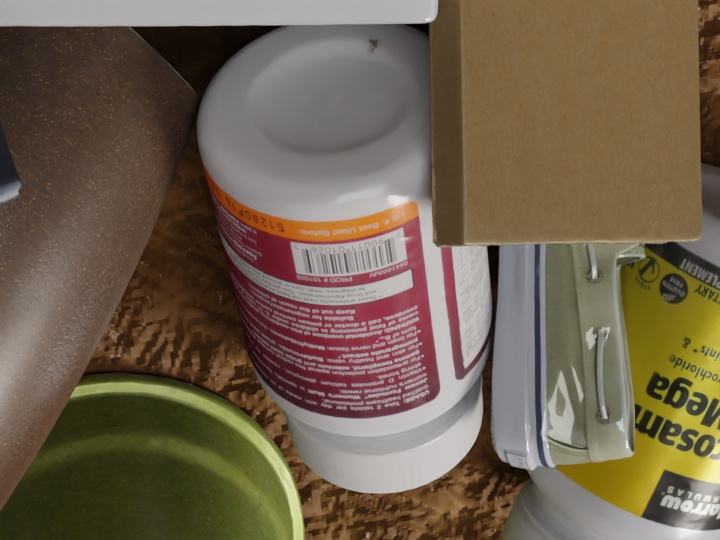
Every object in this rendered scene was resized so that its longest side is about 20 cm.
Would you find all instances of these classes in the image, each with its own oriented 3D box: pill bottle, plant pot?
[{"bbox_3d":[0.143,0.058,0.869,0.112,0.112,0.200,14,112,-21],"label":"pill bottle"},{"bbox_3d":[-0.162,-0.022,0.725,0.187,0.187,0.200,42,86,-28],"label":"plant pot"},{"bbox_3d":[0.000,0.000,0.782,0.110,0.110,0.200,-16,137,-7],"label":"pill bottle"},{"bbox_3d":[-0.103,0.177,0.823,0.200,0.184,0.200,-6,117,-13],"label":"plant pot"}]

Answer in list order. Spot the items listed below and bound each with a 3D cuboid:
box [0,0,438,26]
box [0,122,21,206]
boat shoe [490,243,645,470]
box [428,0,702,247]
[{"bbox_3d":[-0.082,-0.162,0.675,0.200,0.152,0.106,-2,117,-14],"label":"box"},{"bbox_3d":[-0.214,-0.087,0.553,0.148,0.104,0.200,-17,94,25],"label":"box"},{"bbox_3d":[0.093,-0.013,0.808,0.062,0.072,0.200,1,87,12],"label":"boat shoe"},{"bbox_3d":[0.083,-0.110,0.731,0.163,0.021,0.200,-2,91,-48],"label":"box"}]
